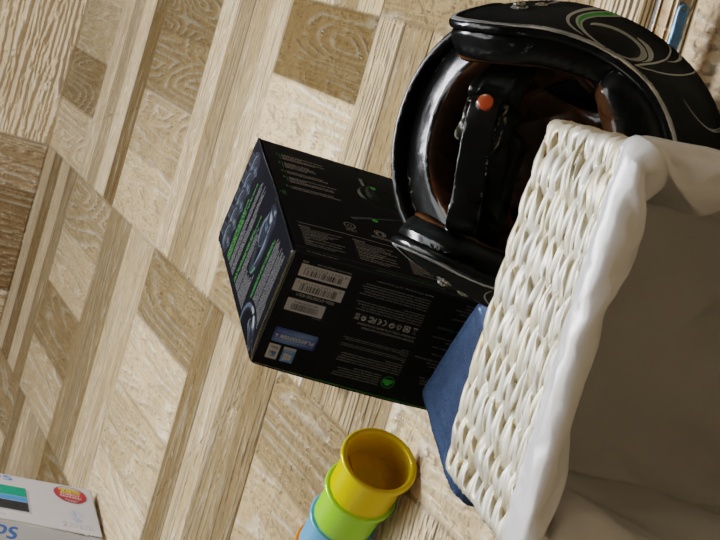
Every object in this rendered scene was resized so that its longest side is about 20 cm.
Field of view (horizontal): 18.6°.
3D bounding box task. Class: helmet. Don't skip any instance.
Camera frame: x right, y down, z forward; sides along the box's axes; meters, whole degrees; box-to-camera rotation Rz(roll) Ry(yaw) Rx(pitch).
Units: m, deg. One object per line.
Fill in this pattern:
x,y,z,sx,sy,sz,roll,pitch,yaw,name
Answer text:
0.109,-0.062,1.250,0.191,0.199,0.201,-16,-57,-79,helmet

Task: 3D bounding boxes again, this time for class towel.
0.108,0.057,1.396,0.200,0.048,0.112,-57,35,43,towel

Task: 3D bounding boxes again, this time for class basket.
0.163,0.049,1.003,0.161,0.197,0.201,-144,69,-76,basket

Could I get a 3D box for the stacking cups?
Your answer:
-0.015,0.201,1.676,0.200,0.060,0.061,115,160,-46,stacking cups

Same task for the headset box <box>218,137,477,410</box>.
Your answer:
0.000,0.000,1.571,0.200,0.174,0.093,-112,41,-60,headset box

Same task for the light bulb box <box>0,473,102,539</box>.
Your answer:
-0.425,0.353,2.565,0.125,0.198,0.201,-123,49,-64,light bulb box

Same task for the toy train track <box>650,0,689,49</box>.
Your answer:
0.198,-0.158,1.322,0.115,0.032,0.201,-135,57,-62,toy train track
